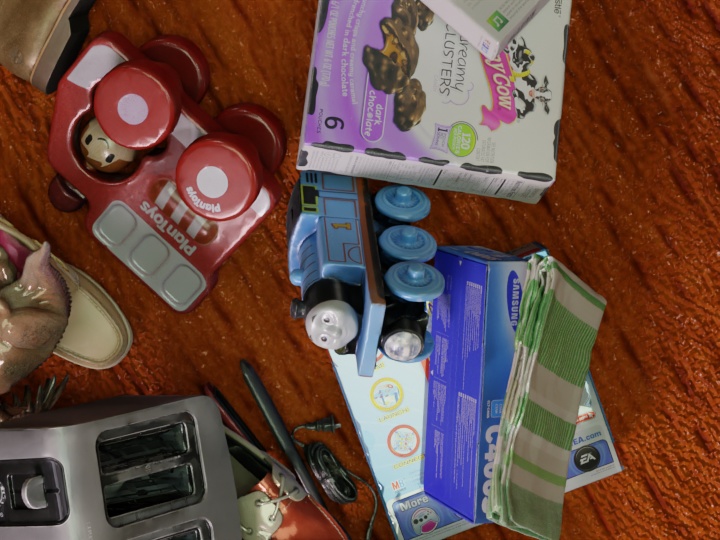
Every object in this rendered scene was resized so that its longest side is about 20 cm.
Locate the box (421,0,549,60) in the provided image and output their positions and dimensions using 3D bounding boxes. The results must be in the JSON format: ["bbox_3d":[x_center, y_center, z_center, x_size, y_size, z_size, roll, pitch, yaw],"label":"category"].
[{"bbox_3d":[0.074,-0.277,1.344,0.200,0.036,0.144,42,72,6],"label":"box"}]

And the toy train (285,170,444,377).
[{"bbox_3d":[0.000,0.000,1.347,0.113,0.201,0.087,3,125,-7],"label":"toy train"}]

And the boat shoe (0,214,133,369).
[{"bbox_3d":[-0.270,0.013,1.392,0.199,0.069,0.074,38,94,-7],"label":"boat shoe"}]

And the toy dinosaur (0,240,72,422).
[{"bbox_3d":[-0.265,0.057,1.334,0.135,0.086,0.200,31,108,-20],"label":"toy dinosaur"}]

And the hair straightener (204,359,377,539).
[{"bbox_3d":[-0.044,0.155,1.437,0.077,0.041,0.201,-35,96,2],"label":"hair straightener"}]

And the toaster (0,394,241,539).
[{"bbox_3d":[-0.187,0.193,1.316,0.118,0.199,0.183,-6,92,41],"label":"toaster"}]

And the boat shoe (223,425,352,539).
[{"bbox_3d":[-0.083,0.179,1.386,0.199,0.063,0.071,35,55,22],"label":"boat shoe"}]

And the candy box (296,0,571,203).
[{"bbox_3d":[0.059,-0.154,1.363,0.198,0.072,0.169,8,76,-5],"label":"candy box"}]

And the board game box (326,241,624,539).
[{"bbox_3d":[0.090,0.104,1.431,0.198,0.056,0.197,-20,98,-1],"label":"board game box"}]

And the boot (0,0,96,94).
[{"bbox_3d":[-0.231,-0.244,1.364,0.075,0.074,0.201,30,97,3],"label":"boot"}]

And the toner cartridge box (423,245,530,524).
[{"bbox_3d":[0.091,0.086,1.350,0.043,0.095,0.202,-1,99,-24],"label":"toner cartridge box"}]

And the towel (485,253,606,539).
[{"bbox_3d":[0.144,0.101,1.328,0.023,0.152,0.202,6,79,26],"label":"towel"}]

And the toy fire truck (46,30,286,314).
[{"bbox_3d":[-0.165,-0.081,1.375,0.200,0.112,0.168,41,112,-6],"label":"toy fire truck"}]
